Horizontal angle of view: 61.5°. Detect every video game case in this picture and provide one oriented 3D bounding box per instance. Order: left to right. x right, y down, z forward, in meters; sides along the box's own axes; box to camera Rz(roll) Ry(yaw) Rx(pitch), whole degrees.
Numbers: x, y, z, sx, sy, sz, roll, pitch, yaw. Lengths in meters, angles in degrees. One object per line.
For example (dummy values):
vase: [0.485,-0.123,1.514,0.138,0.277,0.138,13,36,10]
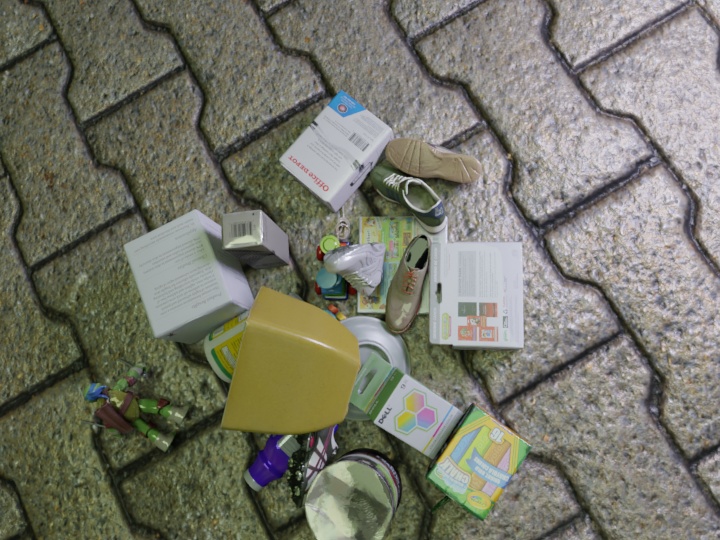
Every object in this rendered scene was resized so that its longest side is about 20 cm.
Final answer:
video game case: [0.085,-0.011,1.228,0.181,0.023,0.201,0,80,8]

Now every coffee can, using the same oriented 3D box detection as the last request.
coffee can: [-0.006,0.401,1.070,0.146,0.200,0.147,-1,79,8]

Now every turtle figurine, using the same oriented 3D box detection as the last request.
turtle figurine: [-0.451,0.270,1.226,0.193,0.200,0.144,29,61,-7]

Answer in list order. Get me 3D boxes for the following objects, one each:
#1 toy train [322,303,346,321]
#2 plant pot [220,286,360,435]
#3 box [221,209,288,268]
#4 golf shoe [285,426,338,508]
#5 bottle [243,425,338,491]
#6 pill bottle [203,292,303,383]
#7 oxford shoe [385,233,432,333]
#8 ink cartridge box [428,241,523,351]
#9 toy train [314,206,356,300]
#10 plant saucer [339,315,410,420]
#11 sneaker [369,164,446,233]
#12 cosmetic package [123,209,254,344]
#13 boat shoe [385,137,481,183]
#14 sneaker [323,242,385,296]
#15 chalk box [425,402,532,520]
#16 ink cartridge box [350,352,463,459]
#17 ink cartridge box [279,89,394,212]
toy train: [-0.084,0.164,1.201,0.149,0.056,0.201,-8,79,6]
plant pot: [-0.108,0.164,1.038,0.199,0.196,0.195,15,103,-5]
box: [-0.202,-0.057,1.186,0.082,0.200,0.069,-6,78,8]
golf shoe: [-0.084,0.345,1.108,0.088,0.077,0.201,2,108,-28]
bottle: [-0.137,0.339,1.165,0.200,0.065,0.084,-44,107,-1]
pill bottle: [-0.195,0.127,1.185,0.199,0.113,0.113,-31,76,9]
oxford shoe: [0.090,0.021,1.167,0.070,0.075,0.201,13,79,9]
ink cartridge box: [0.219,0.050,1.163,0.175,0.084,0.201,1,79,7]
toy train: [-0.053,-0.047,1.206,0.084,0.116,0.201,0,79,8]
plant saucer: [0.006,0.187,1.152,0.199,0.050,0.201,1,86,-14]
sneaker: [0.095,-0.163,1.207,0.067,0.090,0.200,-42,67,-11]
cosmetic package: [-0.334,0.019,1.209,0.167,0.166,0.201,-24,76,3]
boat shoe: [0.150,-0.222,1.237,0.199,0.065,0.072,14,99,12]
sneaker: [0.000,0.000,1.132,0.078,0.200,0.100,-8,91,28]
chalk box: [0.198,0.358,1.089,0.124,0.125,0.200,34,87,13]
ink cartridge box: [0.079,0.249,1.114,0.200,0.059,0.104,36,86,-17]
ink cartridge box: [-0.047,-0.246,1.259,0.146,0.084,0.200,41,88,14]
